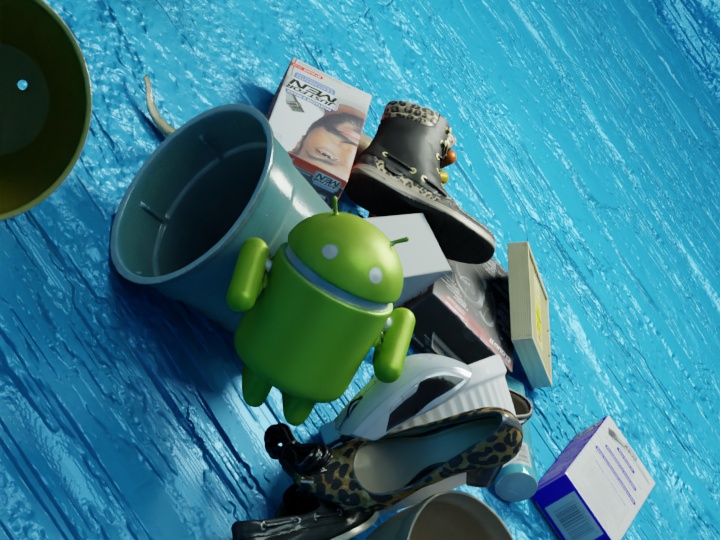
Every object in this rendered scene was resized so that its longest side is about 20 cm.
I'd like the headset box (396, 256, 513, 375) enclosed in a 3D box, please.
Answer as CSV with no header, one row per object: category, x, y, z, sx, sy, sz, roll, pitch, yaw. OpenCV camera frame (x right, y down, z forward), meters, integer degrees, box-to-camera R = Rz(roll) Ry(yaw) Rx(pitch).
headset box,0.116,0.045,1.793,0.149,0.077,0.201,43,32,-21

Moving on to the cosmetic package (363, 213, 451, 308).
cosmetic package,0.000,0.000,1.631,0.199,0.113,0.082,-7,66,-56

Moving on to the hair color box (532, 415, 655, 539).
hair color box,0.292,0.272,1.838,0.110,0.065,0.200,56,31,2

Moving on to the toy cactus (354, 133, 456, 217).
toy cactus,0.032,-0.128,1.845,0.165,0.102,0.201,38,42,-10

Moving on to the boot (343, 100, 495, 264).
boot,0.086,-0.108,1.759,0.199,0.073,0.151,27,50,-6

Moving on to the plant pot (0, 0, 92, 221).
plant pot,-0.321,-0.144,1.249,0.201,0.200,0.142,51,0,-8

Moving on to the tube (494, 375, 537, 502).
tube,0.178,0.187,1.776,0.077,0.050,0.201,37,30,-27

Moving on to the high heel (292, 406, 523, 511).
high heel,0.042,0.158,1.309,0.198,0.143,0.072,-3,62,-9

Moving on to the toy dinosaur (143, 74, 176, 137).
toy dinosaur,-0.174,-0.117,1.557,0.200,0.047,0.088,49,15,-11

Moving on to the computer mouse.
computer mouse,0.008,0.122,1.341,0.044,0.199,0.110,64,-13,-15

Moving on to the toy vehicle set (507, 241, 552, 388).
toy vehicle set,0.214,0.059,1.852,0.200,0.026,0.126,57,31,-64

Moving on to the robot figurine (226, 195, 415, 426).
robot figurine,-0.038,0.036,1.316,0.174,0.201,0.116,27,17,-12

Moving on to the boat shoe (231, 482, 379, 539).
boat shoe,-0.054,0.228,1.354,0.199,0.074,0.067,-18,86,-50

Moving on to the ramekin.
ramekin,0.068,0.169,1.480,0.200,0.199,0.106,-13,79,-59

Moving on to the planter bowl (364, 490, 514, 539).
planter bowl,0.053,0.315,1.345,0.199,0.134,0.202,28,51,-41

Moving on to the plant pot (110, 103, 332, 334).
plant pot,-0.103,-0.023,1.433,0.196,0.199,0.202,41,31,-38

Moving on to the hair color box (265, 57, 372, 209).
hair color box,-0.059,-0.158,1.720,0.110,0.064,0.201,25,37,-9

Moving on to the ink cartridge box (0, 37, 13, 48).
ink cartridge box,-0.392,-0.297,1.316,0.199,0.085,0.144,30,5,-38

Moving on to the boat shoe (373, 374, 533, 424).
boat shoe,0.107,0.144,1.667,0.199,0.060,0.074,23,41,-25
